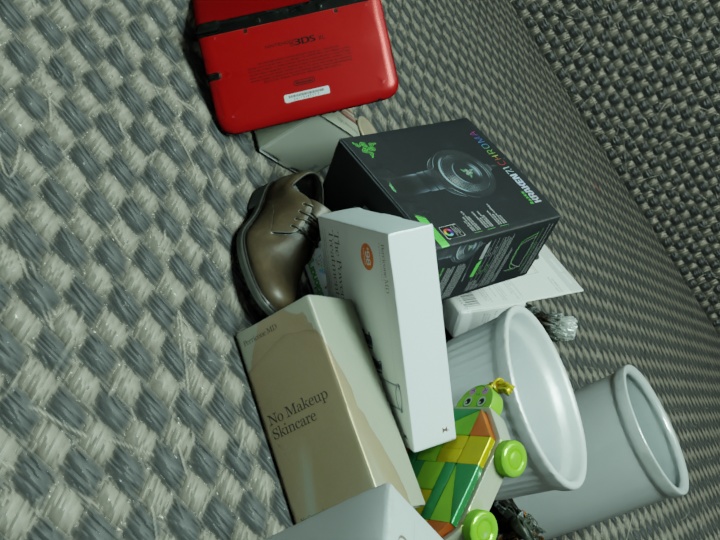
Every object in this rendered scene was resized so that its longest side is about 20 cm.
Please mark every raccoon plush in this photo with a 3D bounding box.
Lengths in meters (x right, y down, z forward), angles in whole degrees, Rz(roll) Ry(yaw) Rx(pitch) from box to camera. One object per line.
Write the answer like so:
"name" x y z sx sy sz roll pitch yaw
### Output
"raccoon plush" 0.170 0.041 1.283 0.134 0.198 0.098 8 84 -62

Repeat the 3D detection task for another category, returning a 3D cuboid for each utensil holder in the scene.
"utensil holder" 0.289 0.238 1.272 0.170 0.199 0.171 46 28 -33

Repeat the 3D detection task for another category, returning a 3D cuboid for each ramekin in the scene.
"ramekin" 0.159 0.148 1.070 0.201 0.097 0.202 46 31 -39

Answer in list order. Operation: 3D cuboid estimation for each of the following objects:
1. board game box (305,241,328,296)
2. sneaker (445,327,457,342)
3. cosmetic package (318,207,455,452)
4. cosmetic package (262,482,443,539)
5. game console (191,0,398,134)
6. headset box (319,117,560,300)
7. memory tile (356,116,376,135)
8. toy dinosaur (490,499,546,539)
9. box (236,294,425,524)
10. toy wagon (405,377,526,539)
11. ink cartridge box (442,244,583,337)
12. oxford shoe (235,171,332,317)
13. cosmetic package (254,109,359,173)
"board game box" 0.000 0.000 1.148 0.200 0.034 0.127 11 56 -61
"sneaker" 0.088 0.121 1.162 0.200 0.065 0.079 -50 134 -57
"cosmetic package" 0.023 0.049 0.933 0.051 0.150 0.202 -14 104 -26
"cosmetic package" 0.006 0.296 0.691 0.200 0.166 0.168 49 27 -24
"game console" -0.075 -0.250 1.098 0.119 0.198 0.174 -137 -147 -83
"headset box" 0.075 -0.064 1.053 0.199 0.093 0.174 -14 53 -36
"memory tile" 0.047 -0.110 1.381 0.153 0.017 0.201 31 39 -49
"toy dinosaur" 0.147 0.289 1.107 0.199 0.102 0.136 19 30 -33
"box" -0.028 0.131 0.885 0.078 0.095 0.201 10 54 -59
"toy wagon" 0.082 0.178 0.916 0.040 0.155 0.201 42 61 -25
"ink cartridge box" 0.149 -0.008 1.238 0.175 0.045 0.200 -8 41 -24
"oxford shoe" -0.071 -0.036 0.986 0.073 0.084 0.201 47 30 -34
"cosmetic package" -0.079 -0.224 1.163 0.103 0.087 0.201 24 44 -56
